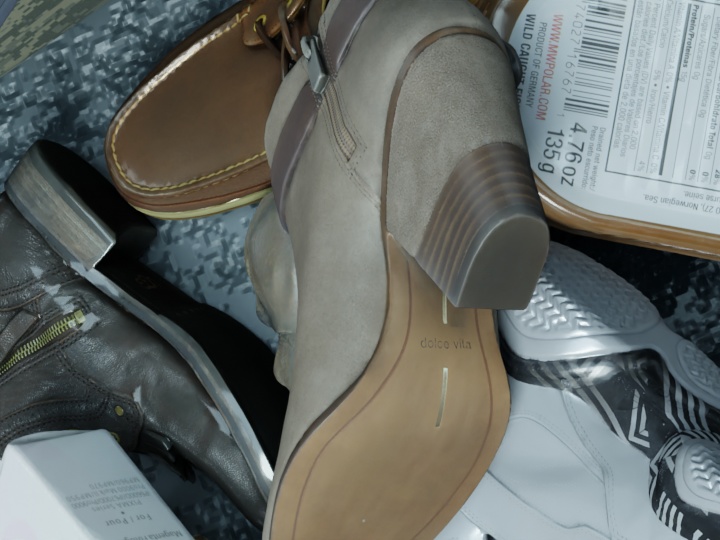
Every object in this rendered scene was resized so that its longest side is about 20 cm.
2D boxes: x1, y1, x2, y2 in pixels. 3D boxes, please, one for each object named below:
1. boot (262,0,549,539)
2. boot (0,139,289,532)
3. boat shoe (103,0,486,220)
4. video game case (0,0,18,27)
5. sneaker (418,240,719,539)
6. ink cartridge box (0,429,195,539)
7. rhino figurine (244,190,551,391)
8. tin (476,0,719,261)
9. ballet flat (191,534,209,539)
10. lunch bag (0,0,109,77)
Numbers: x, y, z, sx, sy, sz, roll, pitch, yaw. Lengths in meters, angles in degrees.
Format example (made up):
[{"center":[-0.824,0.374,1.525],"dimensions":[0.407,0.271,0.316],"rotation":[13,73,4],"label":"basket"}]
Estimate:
[{"center":[0.000,0.000,0.997],"dimensions":[0.200,0.070,0.146],"rotation":[-60,36,25],"label":"boot"},{"center":[-0.123,0.068,1.105],"dimensions":[0.174,0.069,0.200],"rotation":[-45,74,13],"label":"boot"},{"center":[-0.012,-0.084,1.078],"dimensions":[0.199,0.068,0.072],"rotation":[-27,78,11],"label":"boat shoe"},{"center":[-0.171,-0.168,1.008],"dimensions":[0.200,0.019,0.143],"rotation":[32,88,29],"label":"video game case"},{"center":[0.088,0.089,0.981],"dimensions":[0.200,0.075,0.115],"rotation":[49,117,34],"label":"sneaker"},{"center":[-0.075,0.178,1.016],"dimensions":[0.200,0.057,0.163],"rotation":[50,133,38],"label":"ink cartridge box"},{"center":[0.047,-0.026,1.065],"dimensions":[0.199,0.060,0.088],"rotation":[-29,83,9],"label":"rhino figurine"},{"center":[0.134,-0.057,1.023],"dimensions":[0.199,0.042,0.113],"rotation":[10,95,-6],"label":"tin"},{"center":[-0.031,0.192,1.063],"dimensions":[0.065,0.071,0.201],"rotation":[-5,100,-8],"label":"ballet flat"},{"center":[-0.147,-0.178,1.081],"dimensions":[0.200,0.139,0.168],"rotation":[-36,80,8],"label":"lunch bag"}]
